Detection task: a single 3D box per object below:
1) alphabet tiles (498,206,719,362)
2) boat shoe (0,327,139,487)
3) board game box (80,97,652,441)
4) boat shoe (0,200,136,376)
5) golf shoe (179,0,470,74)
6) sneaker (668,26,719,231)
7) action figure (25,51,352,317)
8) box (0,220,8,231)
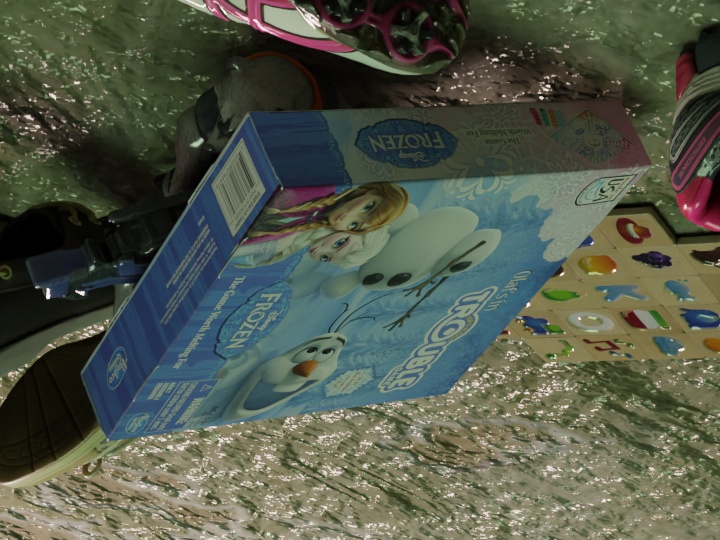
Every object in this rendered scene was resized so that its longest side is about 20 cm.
[{"bbox_3d":[0.125,0.010,1.166,0.199,0.006,0.166,-3,151,31],"label":"alphabet tiles"},{"bbox_3d":[-0.134,0.069,1.271,0.199,0.074,0.063,-33,143,24],"label":"boat shoe"},{"bbox_3d":[0.000,0.000,0.990,0.198,0.044,0.200,-7,150,-34],"label":"board game box"},{"bbox_3d":[-0.158,-0.001,1.111,0.071,0.201,0.061,2,111,35],"label":"boat shoe"},{"bbox_3d":[-0.049,-0.136,0.856,0.199,0.073,0.092,30,158,-14],"label":"golf shoe"},{"bbox_3d":[0.213,-0.064,0.876,0.080,0.075,0.199,31,150,-36],"label":"sneaker"},{"bbox_3d":[-0.076,-0.039,1.031,0.199,0.105,0.194,-13,159,-24],"label":"action figure"},{"bbox_3d":[-0.241,0.077,1.296,0.049,0.162,0.200,16,157,-6],"label":"box"}]
